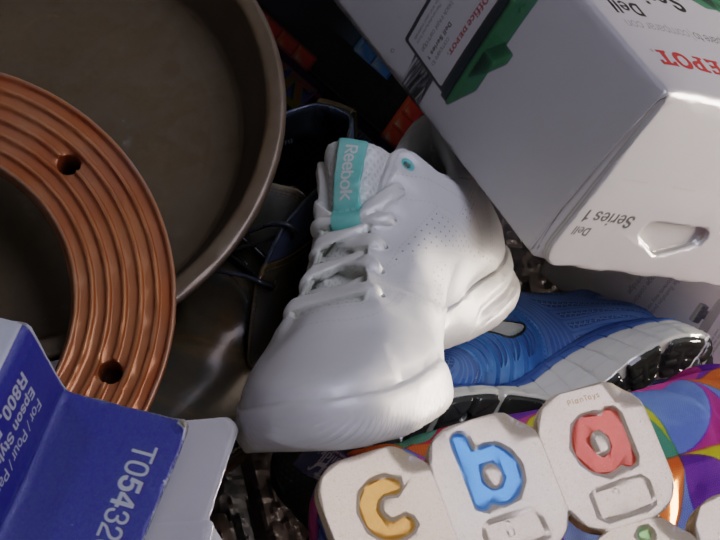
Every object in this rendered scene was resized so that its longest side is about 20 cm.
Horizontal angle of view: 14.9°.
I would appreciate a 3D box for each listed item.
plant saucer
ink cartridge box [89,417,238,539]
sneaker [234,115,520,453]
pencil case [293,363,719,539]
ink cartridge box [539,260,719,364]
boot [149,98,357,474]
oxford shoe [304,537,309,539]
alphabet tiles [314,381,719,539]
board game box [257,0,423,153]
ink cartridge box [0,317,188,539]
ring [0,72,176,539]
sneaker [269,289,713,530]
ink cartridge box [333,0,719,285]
[{"bbox_3d":[-0.125,-0.050,0.990,0.200,0.029,0.200,-2,60,3],"label":"plant saucer"},{"bbox_3d":[-0.098,0.148,0.879,0.068,0.115,0.200,61,34,-43],"label":"ink cartridge box"},{"bbox_3d":[0.000,0.000,0.962,0.200,0.075,0.089,-49,131,-65],"label":"sneaker"},{"bbox_3d":[0.069,0.086,0.983,0.200,0.088,0.088,-9,68,-38],"label":"pencil case"},{"bbox_3d":[0.186,0.022,1.159,0.200,0.068,0.116,39,29,5],"label":"ink cartridge box"},{"bbox_3d":[-0.059,0.010,1.003,0.075,0.097,0.200,14,29,28],"label":"boot"},{"bbox_3d":[-0.038,0.179,0.944,0.071,0.071,0.200,45,45,-9],"label":"oxford shoe"},{"bbox_3d":[0.068,0.139,0.881,0.200,0.015,0.196,-16,74,-19],"label":"alphabet tiles"},{"bbox_3d":[0.007,-0.128,1.176,0.165,0.057,0.200,41,47,-9],"label":"board game box"},{"bbox_3d":[-0.178,0.090,0.844,0.200,0.043,0.196,12,54,11],"label":"ink cartridge box"},{"bbox_3d":[-0.161,0.017,0.930,0.200,0.019,0.201,-1,62,2],"label":"ring"},{"bbox_3d":[0.041,0.054,1.062,0.200,0.079,0.089,-15,33,-39],"label":"sneaker"},{"bbox_3d":[0.076,-0.096,1.054,0.146,0.084,0.200,5,41,-51],"label":"ink cartridge box"}]
